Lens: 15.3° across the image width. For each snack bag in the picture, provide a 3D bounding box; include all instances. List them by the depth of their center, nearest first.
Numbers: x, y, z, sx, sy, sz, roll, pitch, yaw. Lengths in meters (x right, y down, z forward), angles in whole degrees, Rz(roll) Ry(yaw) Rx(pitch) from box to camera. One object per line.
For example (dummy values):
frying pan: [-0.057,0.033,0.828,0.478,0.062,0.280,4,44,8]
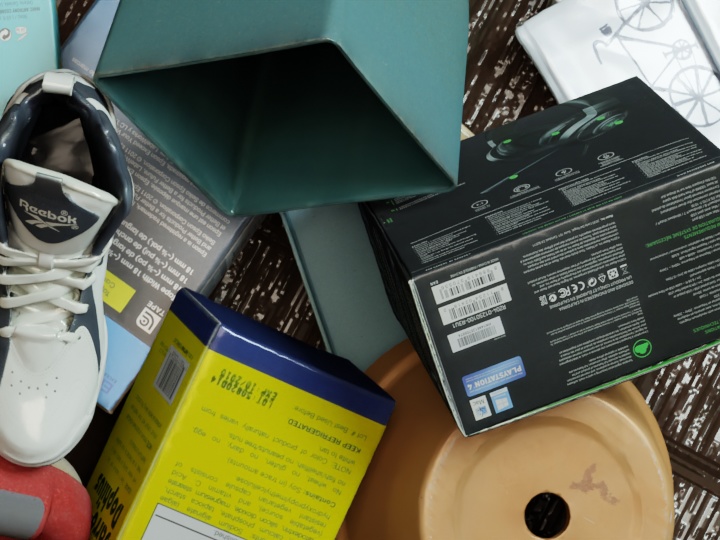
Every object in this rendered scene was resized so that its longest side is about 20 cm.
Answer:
snack bag: [0.209,-0.109,1.520,0.199,0.021,0.189,-28,85,-7]

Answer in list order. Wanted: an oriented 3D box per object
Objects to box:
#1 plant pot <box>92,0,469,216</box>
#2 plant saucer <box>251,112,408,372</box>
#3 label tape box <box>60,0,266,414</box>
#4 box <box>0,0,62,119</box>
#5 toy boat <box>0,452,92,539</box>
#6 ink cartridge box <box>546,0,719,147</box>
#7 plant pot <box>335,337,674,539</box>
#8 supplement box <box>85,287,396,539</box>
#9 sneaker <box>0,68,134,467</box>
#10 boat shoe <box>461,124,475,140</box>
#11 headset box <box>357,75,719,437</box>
plant pot: [-0.027,-0.155,1.388,0.141,0.141,0.201,-6,59,28]
plant saucer: [0.000,0.000,1.490,0.070,0.019,0.201,-22,104,-13]
label tape box: [-0.136,-0.040,1.500,0.144,0.063,0.200,36,83,2]
box: [-0.179,-0.056,1.426,0.049,0.082,0.201,-5,84,-5]
toy boat: [-0.220,0.183,1.393,0.130,0.200,0.131,13,42,-27]
ink cartridge box: [0.210,-0.118,1.549,0.095,0.037,0.200,-44,84,-9]
plant pot: [0.083,0.126,1.436,0.199,0.140,0.202,0,90,-9]
supplement box: [-0.081,0.128,1.425,0.108,0.109,0.201,25,93,-17]
sneaker: [-0.156,-0.007,1.315,0.079,0.130,0.200,12,82,-3]
boat shoe: [0.014,-0.117,1.516,0.200,0.074,0.066,39,87,2]
headset box: [0.099,-0.015,1.402,0.173,0.200,0.093,-20,110,-4]
